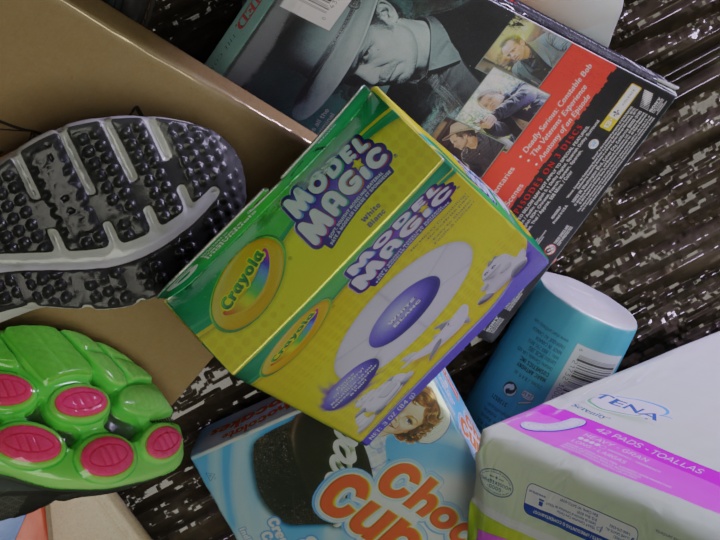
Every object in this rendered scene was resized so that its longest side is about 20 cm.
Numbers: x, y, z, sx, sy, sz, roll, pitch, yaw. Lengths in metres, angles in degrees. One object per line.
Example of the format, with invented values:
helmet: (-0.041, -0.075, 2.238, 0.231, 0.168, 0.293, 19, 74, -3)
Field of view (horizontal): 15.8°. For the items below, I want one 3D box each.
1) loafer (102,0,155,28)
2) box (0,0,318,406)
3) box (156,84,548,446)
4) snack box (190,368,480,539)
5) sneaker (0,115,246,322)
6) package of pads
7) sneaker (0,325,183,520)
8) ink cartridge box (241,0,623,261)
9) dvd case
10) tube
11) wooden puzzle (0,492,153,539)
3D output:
loafer: (-0.070, -0.179, 1.043, 0.072, 0.073, 0.200, 14, 94, -36)
box: (-0.126, -0.031, 1.022, 0.200, 0.021, 0.164, 31, 116, -23)
box: (0.000, 0.000, 1.026, 0.117, 0.048, 0.200, -46, 157, 4)
snack box: (0.022, 0.138, 1.171, 0.116, 0.037, 0.200, -25, 106, 12)
sneaker: (-0.141, -0.012, 0.987, 0.200, 0.080, 0.074, -19, 104, -10)
package of pads: (0.159, 0.094, 1.127, 0.200, 0.154, 0.068, -18, 119, -43)
sneaker: (-0.168, 0.076, 1.026, 0.200, 0.084, 0.077, -9, 66, -22)
ink cartridge box: (0.028, -0.095, 1.120, 0.162, 0.050, 0.200, 2, 104, -16)
dvd case: (0.022, -0.058, 1.101, 0.200, 0.022, 0.146, 22, 112, -36)
tube: (0.059, 0.098, 1.195, 0.077, 0.050, 0.200, 26, 104, -9)
wooden puzzle: (-0.156, 0.176, 1.092, 0.185, 0.046, 0.200, -38, 115, -10)
